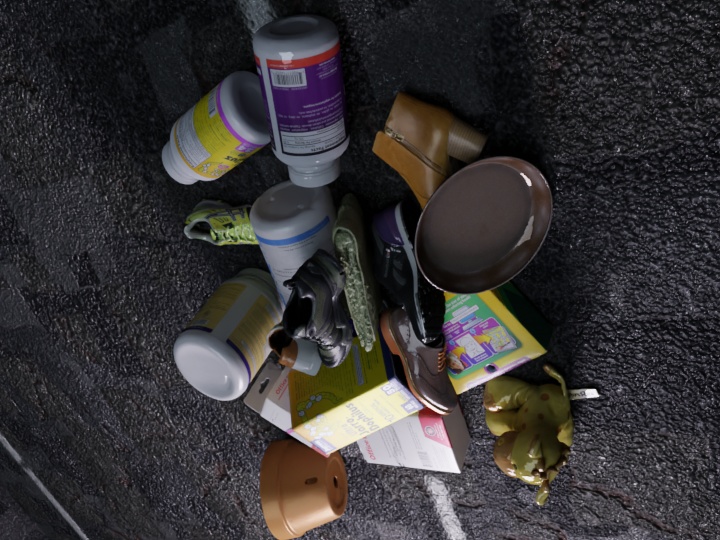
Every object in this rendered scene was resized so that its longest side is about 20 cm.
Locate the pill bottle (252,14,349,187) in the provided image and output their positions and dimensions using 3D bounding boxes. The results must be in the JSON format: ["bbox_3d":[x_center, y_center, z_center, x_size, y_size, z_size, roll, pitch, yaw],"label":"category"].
[{"bbox_3d":[-0.073,-0.219,0.862,0.109,0.113,0.204,10,131,21],"label":"pill bottle"}]

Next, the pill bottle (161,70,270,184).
[{"bbox_3d":[-0.211,-0.200,0.961,0.197,0.105,0.105,-23,114,40],"label":"pill bottle"}]

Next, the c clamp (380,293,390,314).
[{"bbox_3d":[-0.007,0.100,1.151,0.198,0.027,0.172,-29,103,43],"label":"c clamp"}]

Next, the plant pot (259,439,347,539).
[{"bbox_3d":[-0.112,0.459,1.396,0.136,0.202,0.204,-12,121,16],"label":"plant pot"}]

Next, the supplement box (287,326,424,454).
[{"bbox_3d":[-0.010,0.196,1.070,0.197,0.111,0.109,-29,133,17],"label":"supplement box"}]

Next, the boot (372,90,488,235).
[{"bbox_3d":[0.078,-0.130,0.886,0.141,0.071,0.205,26,128,11],"label":"boot"}]

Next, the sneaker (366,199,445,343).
[{"bbox_3d":[0.063,0.009,0.953,0.086,0.075,0.206,-19,77,35],"label":"sneaker"}]

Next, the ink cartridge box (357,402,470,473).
[{"bbox_3d":[0.088,0.285,1.202,0.195,0.085,0.148,-3,125,29],"label":"ink cartridge box"}]

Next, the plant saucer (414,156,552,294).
[{"bbox_3d":[0.158,-0.060,0.856,0.194,0.032,0.205,-9,124,-13],"label":"plant saucer"}]

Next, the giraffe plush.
[{"bbox_3d":[0.273,0.269,1.029,0.173,0.163,0.198,46,134,-13],"label":"giraffe plush"}]

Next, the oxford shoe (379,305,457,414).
[{"bbox_3d":[0.106,0.140,1.005,0.072,0.072,0.202,-19,114,36],"label":"oxford shoe"}]

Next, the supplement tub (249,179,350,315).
[{"bbox_3d":[-0.081,-0.025,1.005,0.128,0.133,0.204,3,130,26],"label":"supplement tub"}]

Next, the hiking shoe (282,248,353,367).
[{"bbox_3d":[-0.069,0.069,0.921,0.075,0.099,0.204,33,142,39],"label":"hiking shoe"}]

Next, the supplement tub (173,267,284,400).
[{"bbox_3d":[-0.219,0.106,1.146,0.141,0.202,0.149,15,132,17],"label":"supplement tub"}]

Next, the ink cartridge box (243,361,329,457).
[{"bbox_3d":[-0.115,0.251,1.264,0.196,0.117,0.068,30,136,2],"label":"ink cartridge box"}]

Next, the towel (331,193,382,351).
[{"bbox_3d":[0.000,0.000,0.975,0.035,0.149,0.205,-10,116,10],"label":"towel"}]

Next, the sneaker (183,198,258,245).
[{"bbox_3d":[-0.205,-0.067,1.084,0.194,0.077,0.077,4,126,23],"label":"sneaker"}]

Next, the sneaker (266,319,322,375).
[{"bbox_3d":[-0.115,0.092,1.087,0.082,0.201,0.075,15,111,-20],"label":"sneaker"}]

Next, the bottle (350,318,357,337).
[{"bbox_3d":[-0.053,0.166,1.165,0.082,0.066,0.204,23,133,12],"label":"bottle"}]

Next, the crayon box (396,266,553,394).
[{"bbox_3d":[0.167,0.086,1.015,0.173,0.059,0.199,45,134,-9],"label":"crayon box"}]
